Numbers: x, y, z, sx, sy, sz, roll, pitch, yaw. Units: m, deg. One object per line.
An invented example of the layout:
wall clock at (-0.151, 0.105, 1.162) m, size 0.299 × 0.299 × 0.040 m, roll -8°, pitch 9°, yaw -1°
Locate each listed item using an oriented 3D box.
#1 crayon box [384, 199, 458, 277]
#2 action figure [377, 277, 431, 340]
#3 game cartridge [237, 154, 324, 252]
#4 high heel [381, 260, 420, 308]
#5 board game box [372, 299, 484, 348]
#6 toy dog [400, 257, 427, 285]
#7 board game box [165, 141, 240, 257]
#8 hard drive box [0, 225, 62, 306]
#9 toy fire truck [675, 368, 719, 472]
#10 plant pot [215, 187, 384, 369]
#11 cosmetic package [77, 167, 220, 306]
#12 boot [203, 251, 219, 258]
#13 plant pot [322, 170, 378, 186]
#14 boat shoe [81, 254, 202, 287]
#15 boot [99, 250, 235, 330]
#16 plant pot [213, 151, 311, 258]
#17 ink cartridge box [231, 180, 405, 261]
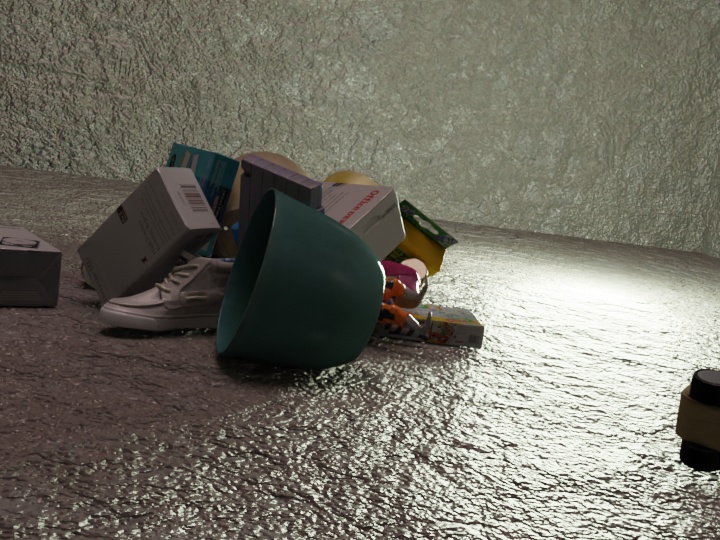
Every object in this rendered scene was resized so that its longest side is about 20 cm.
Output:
crayon box at (0.052, -0.030, 1.644) m, size 0.125 × 0.052 × 0.199 m, roll 36°, pitch -37°, yaw -21°
action figure at (0.003, 0.071, 1.358) m, size 0.189 × 0.106 × 0.202 m, roll -1°, pitch 39°, yaw 2°
game cartridge at (-0.107, -0.037, 1.296) m, size 0.128 × 0.204 × 0.038 m, roll 22°, pitch 31°, yaw 27°
high heel at (0.000, 0.000, 1.499) m, size 0.196 × 0.069 × 0.096 m, roll 11°, pitch 26°, yaw -10°
board game box at (0.080, 0.076, 1.494) m, size 0.195 × 0.035 × 0.135 m, roll 7°, pitch 8°, yaw -5°
toy dog at (0.010, 0.022, 1.600) m, size 0.196 × 0.134 × 0.097 m, roll 6°, pitch 45°, yaw 19°
board game box at (-0.269, -0.117, 1.562) m, size 0.046 × 0.154 × 0.199 m, roll 18°, pitch 2°, yaw -31°
hard drive box at (-0.514, -0.011, 1.343) m, size 0.153 × 0.079 × 0.199 m, roll 3°, pitch 9°, yaw -35°
toy fire truck at (0.443, 0.165, 1.038) m, size 0.173 × 0.132 × 0.198 m, roll 14°, pitch 20°, yaw 34°
plant pot at (-0.065, 0.026, 1.169) m, size 0.158 × 0.204 × 0.200 m, roll 19°, pitch 5°, yaw -15°
cosmetic package at (-0.287, -0.041, 1.324) m, size 0.199 × 0.103 × 0.074 m, roll -39°, pitch -18°, yaw 29°
boot at (-0.303, -0.019, 1.609) m, size 0.094 × 0.075 × 0.198 m, roll 5°, pitch 4°, yaw 36°
plant pot at (-0.043, -0.081, 1.996) m, size 0.197 × 0.204 × 0.142 m, roll 13°, pitch 34°, yaw 29°
boat shoe at (-0.333, -0.008, 1.521) m, size 0.196 × 0.075 × 0.062 m, roll -2°, pitch 15°, yaw -25°
boot at (-0.241, 0.022, 1.269) m, size 0.197 × 0.098 × 0.073 m, roll 0°, pitch 11°, yaw -43°
plant pot at (-0.170, -0.074, 1.579) m, size 0.196 × 0.205 × 0.135 m, roll 9°, pitch 22°, yaw 8°
ink cartridge box at (-0.058, -0.054, 1.376) m, size 0.197 × 0.086 × 0.146 m, roll 9°, pitch 38°, yaw 37°
